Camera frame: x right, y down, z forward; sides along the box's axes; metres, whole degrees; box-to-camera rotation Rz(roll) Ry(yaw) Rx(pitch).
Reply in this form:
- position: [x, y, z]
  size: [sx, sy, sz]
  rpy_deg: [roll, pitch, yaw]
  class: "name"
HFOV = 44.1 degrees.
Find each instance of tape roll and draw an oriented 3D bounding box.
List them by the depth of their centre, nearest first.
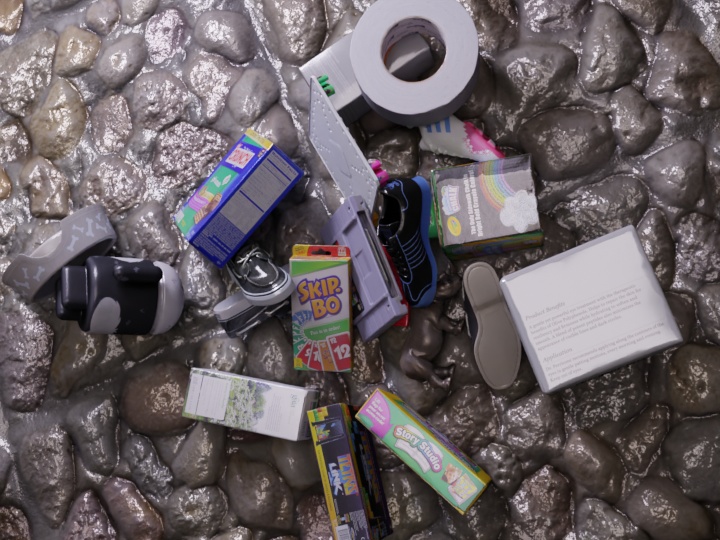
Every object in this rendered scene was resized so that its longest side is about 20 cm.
- position: [0.085, -0.330, 1.373]
  size: [0.198, 0.066, 0.203]
  rpy_deg: [-1, 82, 9]
  class: "tape roll"

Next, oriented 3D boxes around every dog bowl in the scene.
- position: [-0.486, -0.023, 1.458]
  size: [0.200, 0.200, 0.059]
  rpy_deg: [-40, 91, 2]
  class: "dog bowl"

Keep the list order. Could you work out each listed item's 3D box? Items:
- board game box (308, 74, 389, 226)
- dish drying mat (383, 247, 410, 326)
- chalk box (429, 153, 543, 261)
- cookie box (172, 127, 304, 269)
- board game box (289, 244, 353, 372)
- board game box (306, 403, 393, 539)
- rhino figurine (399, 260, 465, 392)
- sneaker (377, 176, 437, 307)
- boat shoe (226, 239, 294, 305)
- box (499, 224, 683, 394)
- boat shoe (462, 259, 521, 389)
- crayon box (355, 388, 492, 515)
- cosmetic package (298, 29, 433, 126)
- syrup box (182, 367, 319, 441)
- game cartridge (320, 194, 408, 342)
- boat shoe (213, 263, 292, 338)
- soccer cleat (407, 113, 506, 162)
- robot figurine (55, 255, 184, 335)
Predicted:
- position: [-0.022, -0.179, 1.386]
  size: [0.026, 0.200, 0.201]
  rpy_deg: [-27, 75, -12]
  class: "board game box"
- position: [0.056, -0.012, 1.409]
  size: [0.076, 0.018, 0.202]
  rpy_deg: [-4, 77, 47]
  class: "dish drying mat"
- position: [0.174, -0.090, 1.365]
  size: [0.198, 0.124, 0.126]
  rpy_deg: [-8, 80, 11]
  class: "chalk box"
- position: [-0.199, -0.120, 1.424]
  size: [0.075, 0.171, 0.200]
  rpy_deg: [42, 89, -26]
  class: "cookie box"
- position: [-0.060, 0.060, 1.394]
  size: [0.094, 0.030, 0.202]
  rpy_deg: [2, 103, 10]
  class: "board game box"
- position: [-0.012, 0.301, 1.310]
  size: [0.056, 0.165, 0.202]
  rpy_deg: [-16, 78, 11]
  class: "board game box"
- position: [0.117, 0.081, 1.378]
  size: [0.086, 0.060, 0.202]
  rpy_deg: [11, 81, 10]
  class: "rhino figurine"
- position: [0.063, -0.037, 1.318]
  size: [0.077, 0.070, 0.202]
  rpy_deg: [-14, 107, -32]
  class: "sneaker"
- position: [-0.172, -0.003, 1.392]
  size: [0.072, 0.071, 0.199]
  rpy_deg: [-36, 31, -19]
  class: "boat shoe"
- position: [0.322, 0.064, 1.266]
  size: [0.197, 0.200, 0.173]
  rpy_deg: [-23, 78, 8]
  class: "box"
- position: [0.197, 0.080, 1.356]
  size: [0.072, 0.063, 0.202]
  rpy_deg: [-14, 101, 0]
  class: "boat shoe"
- position: [0.095, 0.261, 1.291]
  size: [0.200, 0.173, 0.058]
  rpy_deg: [40, 89, 16]
  class: "crayon box"
- position: [0.011, -0.334, 1.462]
  size: [0.199, 0.090, 0.107]
  rpy_deg: [-31, 76, 2]
  class: "cosmetic package"
- position: [-0.171, 0.210, 1.403]
  size: [0.198, 0.081, 0.080]
  rpy_deg: [9, 84, 13]
  class: "syrup box"
- position: [0.000, 0.000, 1.388]
  size: [0.038, 0.130, 0.202]
  rpy_deg: [-12, 73, -34]
  class: "game cartridge"
- position: [-0.135, 0.045, 1.436]
  size: [0.199, 0.072, 0.068]
  rpy_deg: [-29, 109, -9]
  class: "boat shoe"
- position: [0.147, -0.208, 1.415]
  size: [0.087, 0.070, 0.200]
  rpy_deg: [-52, 59, 13]
  class: "soccer cleat"
- position: [-0.383, 0.039, 1.427]
  size: [0.198, 0.150, 0.126]
  rpy_deg: [4, 100, -29]
  class: "robot figurine"
